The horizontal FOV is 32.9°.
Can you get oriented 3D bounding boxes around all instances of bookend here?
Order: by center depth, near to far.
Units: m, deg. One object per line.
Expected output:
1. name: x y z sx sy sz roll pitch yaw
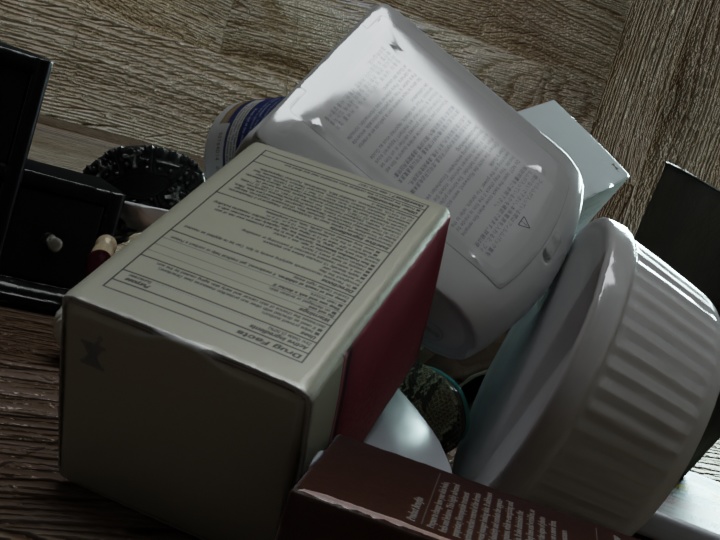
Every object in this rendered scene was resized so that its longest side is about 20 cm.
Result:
1. bookend: -0.261 -0.081 0.929 0.198 0.201 0.092 15 7 -30

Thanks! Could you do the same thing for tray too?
1. tray: -0.108 -0.029 1.014 0.198 0.022 0.107 12 2 -28

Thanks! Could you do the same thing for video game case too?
1. video game case: 0.220 0.168 0.901 0.198 0.022 0.182 19 7 17

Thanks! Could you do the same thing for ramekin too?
1. ramekin: 0.140 0.077 0.745 0.094 0.204 0.202 28 7 -2

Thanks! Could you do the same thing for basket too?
1. basket: 0.257 0.045 0.949 0.135 0.201 0.180 20 15 -49

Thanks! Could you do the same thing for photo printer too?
1. photo printer: 0.040 -0.053 0.766 0.199 0.167 0.070 39 -34 0

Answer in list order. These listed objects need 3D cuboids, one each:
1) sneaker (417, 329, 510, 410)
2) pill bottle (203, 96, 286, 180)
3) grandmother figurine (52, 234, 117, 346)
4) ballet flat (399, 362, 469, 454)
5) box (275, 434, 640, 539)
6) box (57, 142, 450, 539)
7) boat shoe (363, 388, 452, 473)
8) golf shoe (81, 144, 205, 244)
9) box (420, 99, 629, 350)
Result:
1. sneaker: 0.130 0.058 0.943 0.071 0.199 0.076 51 3 -47
2. pill bottle: -0.027 -0.093 1.020 0.199 0.112 0.110 1 -5 40
3. grandmother figurine: -0.159 0.029 0.884 0.121 0.061 0.200 39 15 7
4. ballet flat: 0.010 0.092 0.855 0.074 0.069 0.200 -7 8 -15
5. box: 0.063 0.142 0.511 0.198 0.076 0.100 20 8 8
6. box: -0.049 0.033 0.632 0.127 0.110 0.200 20 33 14
7. boat shoe: -0.016 0.093 0.727 0.072 0.066 0.200 11 27 -42
8. golf shoe: -0.222 -0.063 1.104 0.198 0.079 0.094 -11 -5 17
9. box: 0.115 -0.033 1.045 0.098 0.200 0.124 47 33 13
